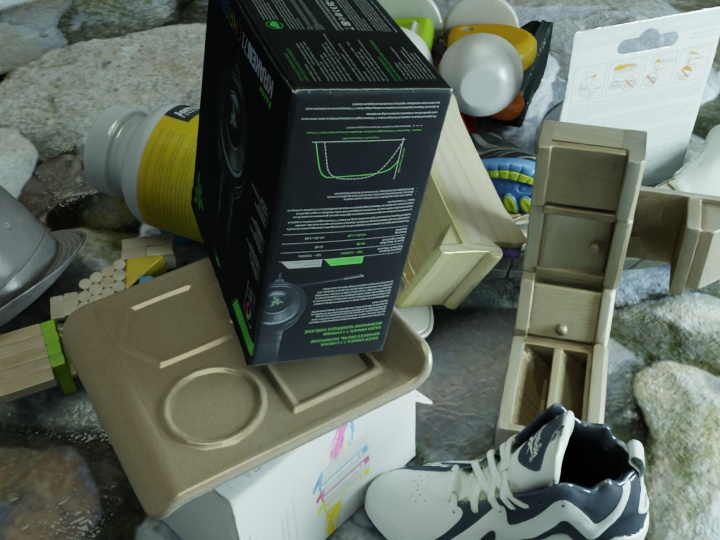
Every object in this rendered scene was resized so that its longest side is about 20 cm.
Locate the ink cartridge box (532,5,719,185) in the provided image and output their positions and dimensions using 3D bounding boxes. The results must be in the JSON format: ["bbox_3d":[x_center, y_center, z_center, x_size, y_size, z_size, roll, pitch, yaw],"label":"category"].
[{"bbox_3d":[0.254,-0.164,0.896,0.161,0.201,0.050,-13,43,-12],"label":"ink cartridge box"}]

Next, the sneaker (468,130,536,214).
[{"bbox_3d":[0.097,-0.103,0.906,0.198,0.071,0.083,14,25,20],"label":"sneaker"}]

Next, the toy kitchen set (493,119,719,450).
[{"bbox_3d":[0.200,0.024,0.690,0.162,0.201,0.181,8,43,12],"label":"toy kitchen set"}]

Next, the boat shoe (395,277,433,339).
[{"bbox_3d":[0.000,0.000,0.837,0.066,0.057,0.200,-15,54,-32],"label":"boat shoe"}]

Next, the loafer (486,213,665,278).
[{"bbox_3d":[0.188,-0.033,0.838,0.198,0.072,0.063,-3,68,1],"label":"loafer"}]

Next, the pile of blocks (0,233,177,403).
[{"bbox_3d":[-0.226,0.051,0.788,0.082,0.062,0.200,37,62,23],"label":"pile of blocks"}]

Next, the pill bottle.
[{"bbox_3d":[-0.136,-0.082,0.800,0.199,0.113,0.112,18,45,15],"label":"pill bottle"}]

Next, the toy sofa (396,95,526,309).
[{"bbox_3d":[0.057,-0.070,0.813,0.097,0.083,0.201,-2,57,-33],"label":"toy sofa"}]

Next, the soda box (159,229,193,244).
[{"bbox_3d":[-0.106,-0.088,0.906,0.198,0.068,0.064,-13,42,1],"label":"soda box"}]

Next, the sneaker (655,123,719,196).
[{"bbox_3d":[0.331,-0.087,0.903,0.084,0.073,0.201,14,46,14],"label":"sneaker"}]

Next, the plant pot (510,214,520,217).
[{"bbox_3d":[0.064,-0.061,0.920,0.198,0.028,0.201,-1,41,1],"label":"plant pot"}]

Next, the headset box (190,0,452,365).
[{"bbox_3d":[-0.039,-0.065,0.566,0.092,0.201,0.175,-5,42,-22],"label":"headset box"}]

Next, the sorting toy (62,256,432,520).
[{"bbox_3d":[-0.079,0.055,0.608,0.199,0.037,0.185,-26,47,-19],"label":"sorting toy"}]

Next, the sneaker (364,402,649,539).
[{"bbox_3d":[0.101,0.138,0.622,0.197,0.130,0.080,8,42,11],"label":"sneaker"}]

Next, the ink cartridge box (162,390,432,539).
[{"bbox_3d":[-0.053,0.108,0.665,0.128,0.126,0.200,30,52,31],"label":"ink cartridge box"}]

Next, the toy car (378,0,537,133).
[{"bbox_3d":[0.080,-0.200,0.955,0.198,0.151,0.176,6,37,5],"label":"toy car"}]

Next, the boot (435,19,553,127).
[{"bbox_3d":[0.134,-0.247,1.090,0.161,0.074,0.199,15,49,17],"label":"boot"}]

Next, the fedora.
[{"bbox_3d":[-0.346,-0.014,0.797,0.176,0.091,0.200,-6,34,30],"label":"fedora"}]
